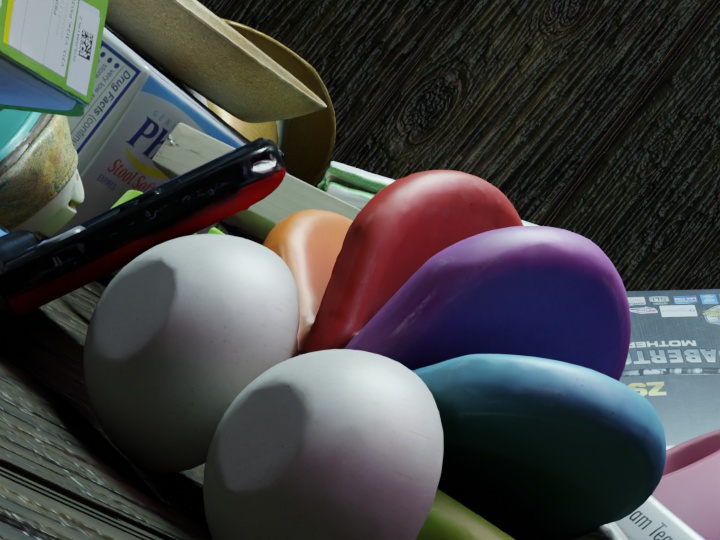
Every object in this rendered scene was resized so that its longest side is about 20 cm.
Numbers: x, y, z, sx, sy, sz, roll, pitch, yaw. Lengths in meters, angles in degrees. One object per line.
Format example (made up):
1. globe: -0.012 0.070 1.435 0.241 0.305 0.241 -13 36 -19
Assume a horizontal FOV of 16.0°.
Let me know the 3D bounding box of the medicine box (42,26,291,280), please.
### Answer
1. medicine box: -0.160 -0.084 1.360 0.200 0.103 0.182 40 2 30

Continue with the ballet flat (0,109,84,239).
1. ballet flat: -0.156 -0.047 1.150 0.071 0.071 0.200 38 1 -21

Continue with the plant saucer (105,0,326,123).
1. plant saucer: -0.108 -0.136 1.386 0.200 0.036 0.200 38 4 -3

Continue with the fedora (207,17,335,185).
1. fedora: -0.113 -0.074 1.634 0.200 0.200 0.082 37 38 -28

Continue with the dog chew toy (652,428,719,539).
1. dog chew toy: 0.172 0.168 1.056 0.125 0.124 0.201 -105 171 -88

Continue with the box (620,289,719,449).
1. box: 0.113 0.068 1.287 0.199 0.051 0.158 -2 29 0

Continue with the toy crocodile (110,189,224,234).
1. toy crocodile: -0.062 0.021 1.191 0.062 0.068 0.200 38 1 29

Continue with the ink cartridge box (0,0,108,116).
1. ink cartridge box: -0.188 -0.114 0.852 0.147 0.076 0.200 6 -8 18

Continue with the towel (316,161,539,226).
1. towel: 0.040 -0.012 1.368 0.152 0.024 0.200 16 -9 -4

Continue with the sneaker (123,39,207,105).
1. sneaker: -0.109 -0.057 1.528 0.089 0.075 0.201 -126 -164 -54

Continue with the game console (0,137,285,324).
1. game console: -0.126 -0.050 0.943 0.200 0.172 0.119 -119 -177 -86

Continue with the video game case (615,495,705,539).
1. video game case: 0.101 0.137 0.961 0.182 0.024 0.201 40 -22 48

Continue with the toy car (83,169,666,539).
1. toy car: 0.023 0.045 0.841 0.175 0.150 0.200 37 1 -40

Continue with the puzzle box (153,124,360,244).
1. puzzle box: 0.000 0.000 1.237 0.200 0.025 0.133 27 -11 42
